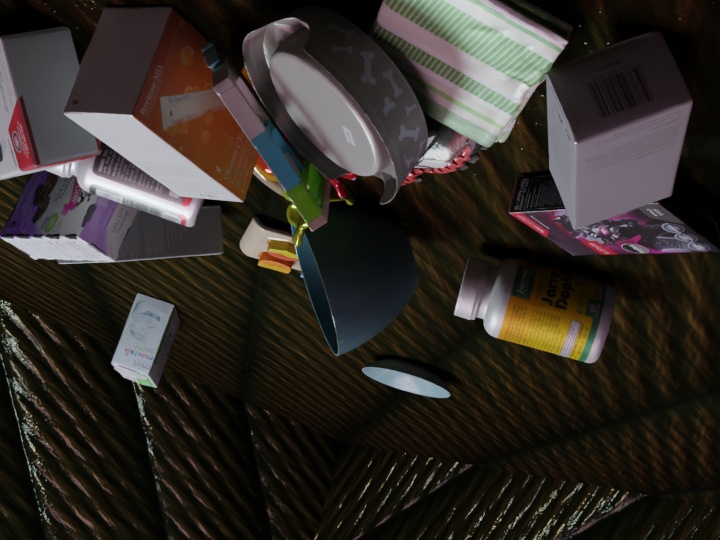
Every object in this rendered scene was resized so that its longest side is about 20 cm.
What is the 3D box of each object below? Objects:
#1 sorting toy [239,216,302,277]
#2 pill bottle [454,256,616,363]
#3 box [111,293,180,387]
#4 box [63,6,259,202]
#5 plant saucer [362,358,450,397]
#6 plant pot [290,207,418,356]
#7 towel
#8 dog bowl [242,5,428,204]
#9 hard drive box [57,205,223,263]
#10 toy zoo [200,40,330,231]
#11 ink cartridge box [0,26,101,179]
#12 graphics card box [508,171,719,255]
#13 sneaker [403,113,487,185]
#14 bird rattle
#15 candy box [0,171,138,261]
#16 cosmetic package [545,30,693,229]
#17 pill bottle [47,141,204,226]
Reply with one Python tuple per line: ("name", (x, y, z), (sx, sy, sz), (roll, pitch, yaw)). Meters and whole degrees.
("sorting toy", (-0.091, -0.019, 1.770), (0.200, 0.037, 0.185), (20, 165, -9))
("pill bottle", (0.233, 0.046, 1.500), (0.200, 0.113, 0.113), (16, 165, 6))
("box", (-0.502, 0.167, 2.615), (0.097, 0.177, 0.200), (17, 164, 0))
("box", (-0.194, -0.171, 1.174), (0.097, 0.125, 0.200), (7, 162, 32))
("plant saucer", (0.104, 0.228, 2.429), (0.201, 0.039, 0.201), (15, 165, 4))
("plant pot", (0.000, 0.000, 1.503), (0.135, 0.200, 0.200), (-17, 168, -9))
("towel", (0.082, -0.183, 0.939), (0.152, 0.023, 0.200), (29, 159, 0))
("dog bowl", (-0.020, -0.155, 1.025), (0.200, 0.059, 0.200), (42, 163, 16))
("hard drive box", (-0.332, -0.054, 1.678), (0.200, 0.077, 0.156), (-5, -176, -43))
("toy zoo", (-0.093, -0.142, 1.112), (0.200, 0.020, 0.131), (56, -169, -16))
("ink cartridge box", (-0.390, -0.184, 1.277), (0.084, 0.145, 0.200), (-18, -171, -36))
("graphics card box", (0.273, -0.062, 1.190), (0.125, 0.051, 0.200), (29, 160, -37))
("sneaker", (0.055, -0.139, 1.115), (0.098, 0.071, 0.200), (23, 164, -24))
("bird rattle", (-0.078, -0.120, 1.293), (0.163, 0.113, 0.200), (32, 163, 7))
("candy box", (-0.386, -0.102, 1.539), (0.200, 0.168, 0.072), (1, 152, 43))
("cosmetic package", (0.217, -0.113, 0.955), (0.102, 0.074, 0.200), (-19, 161, 3))
("pill bottle", (-0.287, -0.139, 1.408), (0.200, 0.114, 0.114), (20, 165, -8))
